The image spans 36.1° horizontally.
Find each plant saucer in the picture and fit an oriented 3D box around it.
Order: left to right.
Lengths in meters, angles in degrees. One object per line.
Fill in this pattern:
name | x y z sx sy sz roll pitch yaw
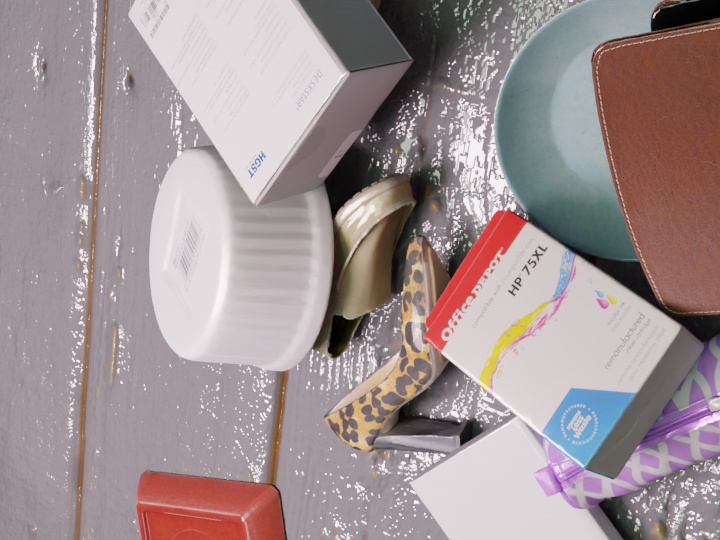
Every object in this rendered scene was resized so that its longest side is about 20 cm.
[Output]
plant saucer | -0.158 0.319 1.155 0.197 0.037 0.204 -2 99 35
plant saucer | 0.195 -0.103 0.779 0.198 0.039 0.204 8 121 14

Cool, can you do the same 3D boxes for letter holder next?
letter holder | 0.235 -0.081 0.689 0.140 0.101 0.202 -6 122 30

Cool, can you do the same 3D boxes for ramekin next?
ramekin | -0.110 -0.014 0.957 0.199 0.096 0.204 -3 87 59

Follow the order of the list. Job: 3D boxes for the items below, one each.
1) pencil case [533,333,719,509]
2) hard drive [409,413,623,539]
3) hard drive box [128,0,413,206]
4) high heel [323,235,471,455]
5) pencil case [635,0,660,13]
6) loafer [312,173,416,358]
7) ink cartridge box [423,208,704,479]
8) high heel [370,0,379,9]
pencil case | 0.225 0.110 0.804 0.199 0.085 0.084 -35 92 37
hard drive | 0.145 0.225 0.906 0.132 0.027 0.201 -38 87 35
hard drive box | -0.076 -0.180 0.853 0.201 0.076 0.156 56 134 14
high heel | 0.016 0.067 0.947 0.140 0.071 0.203 2 111 28
pencil case | 0.268 -0.214 0.705 0.197 0.088 0.078 3 146 35
loafer | 0.000 0.000 0.950 0.068 0.075 0.201 46 132 16
ink cartridge box | 0.129 0.040 0.795 0.199 0.067 0.117 38 97 34
high heel | -0.062 -0.231 0.925 0.142 0.071 0.201 42 130 13
